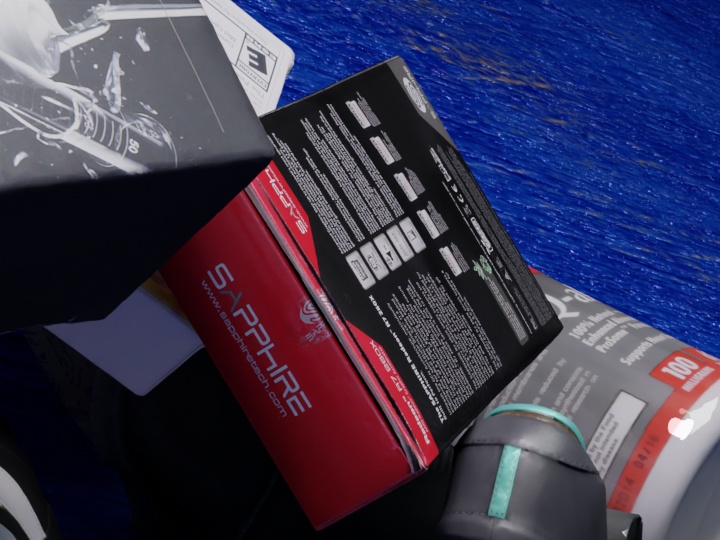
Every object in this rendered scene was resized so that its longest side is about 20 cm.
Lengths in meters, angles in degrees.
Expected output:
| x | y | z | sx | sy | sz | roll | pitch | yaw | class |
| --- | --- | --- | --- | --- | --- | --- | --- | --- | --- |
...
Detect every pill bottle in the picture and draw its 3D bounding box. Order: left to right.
| x | y | z | sx | sy | sz | roll | pitch | yaw | class |
| --- | --- | --- | --- | --- | --- | --- | --- | --- | --- |
| 0.062 | 0.058 | 1.091 | 0.199 | 0.117 | 0.116 | 27 | 14 | 24 | pill bottle |

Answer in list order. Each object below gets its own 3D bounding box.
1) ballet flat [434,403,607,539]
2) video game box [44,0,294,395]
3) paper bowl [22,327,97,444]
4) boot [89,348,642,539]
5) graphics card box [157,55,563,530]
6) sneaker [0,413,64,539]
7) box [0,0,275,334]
| x | y | z | sx | sy | sz | roll | pitch | yaw | class |
| --- | --- | --- | --- | --- | --- | --- | --- | --- | --- |
| 0.062 | 0.134 | 0.905 | 0.073 | 0.073 | 0.201 | 48 | -20 | 44 | ballet flat |
| -0.123 | -0.077 | 0.910 | 0.200 | 0.047 | 0.183 | 38 | 32 | -17 | video game box |
| -0.104 | -0.035 | 1.081 | 0.201 | 0.104 | 0.202 | -24 | 90 | -89 | paper bowl |
| 0.007 | 0.085 | 0.969 | 0.199 | 0.066 | 0.165 | 19 | -24 | 15 | boot |
| 0.000 | 0.000 | 0.894 | 0.126 | 0.051 | 0.200 | 58 | 22 | -2 | graphics card box |
| -0.105 | 0.126 | 0.870 | 0.111 | 0.073 | 0.201 | 26 | 26 | -25 | sneaker |
| -0.155 | -0.083 | 0.750 | 0.181 | 0.104 | 0.201 | -10 | 68 | -48 | box |
